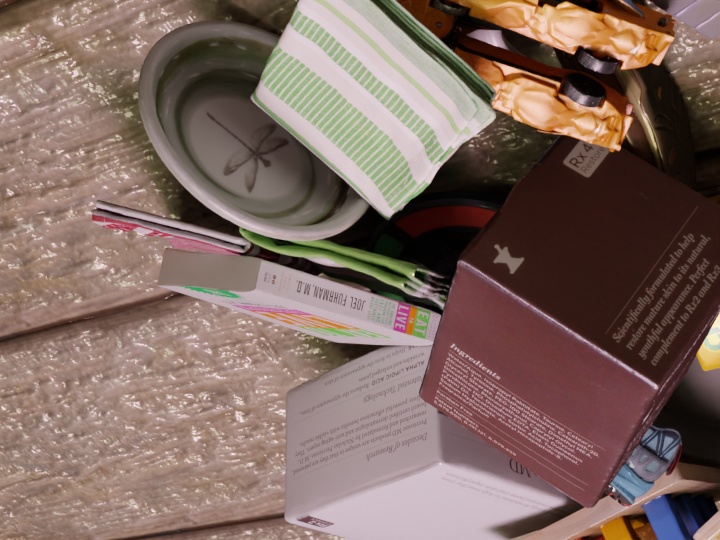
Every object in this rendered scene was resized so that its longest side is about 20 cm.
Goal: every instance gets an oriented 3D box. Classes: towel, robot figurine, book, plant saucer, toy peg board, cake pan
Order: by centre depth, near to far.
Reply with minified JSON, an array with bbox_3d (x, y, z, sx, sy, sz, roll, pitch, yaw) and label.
[{"bbox_3d":[0.102,-0.160,1.069,0.200,0.058,0.145,21,125,-2],"label":"robot figurine"},{"bbox_3d":[0.004,-0.120,1.090,0.153,0.023,0.200,42,154,-1],"label":"towel"},{"bbox_3d":[-0.083,-0.098,1.185,0.200,0.200,0.050,31,134,-13],"label":"plant saucer"},{"bbox_3d":[0.000,0.000,1.249,0.149,0.031,0.200,15,179,18],"label":"towel"},{"bbox_3d":[-0.047,0.021,1.293,0.200,0.048,0.133,18,171,-40],"label":"book"},{"bbox_3d":[-0.125,-0.023,1.315,0.144,0.023,0.200,14,179,15],"label":"towel"},{"bbox_3d":[0.322,0.094,1.357,0.200,0.037,0.201,11,138,10],"label":"cake pan"},{"bbox_3d":[0.247,0.263,1.409,0.199,0.098,0.200,-31,158,21],"label":"toy peg board"}]

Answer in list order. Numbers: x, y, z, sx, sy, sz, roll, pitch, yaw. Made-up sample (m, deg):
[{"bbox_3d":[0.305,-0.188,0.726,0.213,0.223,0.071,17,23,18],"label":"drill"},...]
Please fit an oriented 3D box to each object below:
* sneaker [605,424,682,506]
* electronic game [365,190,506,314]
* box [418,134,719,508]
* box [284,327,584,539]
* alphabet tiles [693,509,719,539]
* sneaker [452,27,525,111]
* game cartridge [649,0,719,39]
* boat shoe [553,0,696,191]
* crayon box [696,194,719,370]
[{"bbox_3d":[0.192,0.094,1.314,0.200,0.095,0.079,53,176,5],"label":"sneaker"},{"bbox_3d":[0.100,0.009,1.348,0.200,0.042,0.200,11,138,10],"label":"electronic game"},{"bbox_3d":[0.164,0.036,1.164,0.164,0.166,0.200,33,149,14],"label":"box"},{"bbox_3d":[0.066,0.164,1.412,0.199,0.131,0.200,23,144,-39],"label":"box"},{"bbox_3d":[0.358,0.207,1.368,0.196,0.015,0.200,-46,153,15],"label":"alphabet tiles"},{"bbox_3d":[0.063,-0.203,1.133,0.071,0.073,0.200,-31,120,8],"label":"sneaker"},{"bbox_3d":[0.262,-0.234,1.014,0.129,0.038,0.200,20,143,-34],"label":"game cartridge"},{"bbox_3d":[0.198,-0.115,1.165,0.067,0.072,0.200,-6,126,33],"label":"boat shoe"},{"bbox_3d":[0.311,0.001,1.221,0.200,0.052,0.126,-18,112,29],"label":"crayon box"}]
